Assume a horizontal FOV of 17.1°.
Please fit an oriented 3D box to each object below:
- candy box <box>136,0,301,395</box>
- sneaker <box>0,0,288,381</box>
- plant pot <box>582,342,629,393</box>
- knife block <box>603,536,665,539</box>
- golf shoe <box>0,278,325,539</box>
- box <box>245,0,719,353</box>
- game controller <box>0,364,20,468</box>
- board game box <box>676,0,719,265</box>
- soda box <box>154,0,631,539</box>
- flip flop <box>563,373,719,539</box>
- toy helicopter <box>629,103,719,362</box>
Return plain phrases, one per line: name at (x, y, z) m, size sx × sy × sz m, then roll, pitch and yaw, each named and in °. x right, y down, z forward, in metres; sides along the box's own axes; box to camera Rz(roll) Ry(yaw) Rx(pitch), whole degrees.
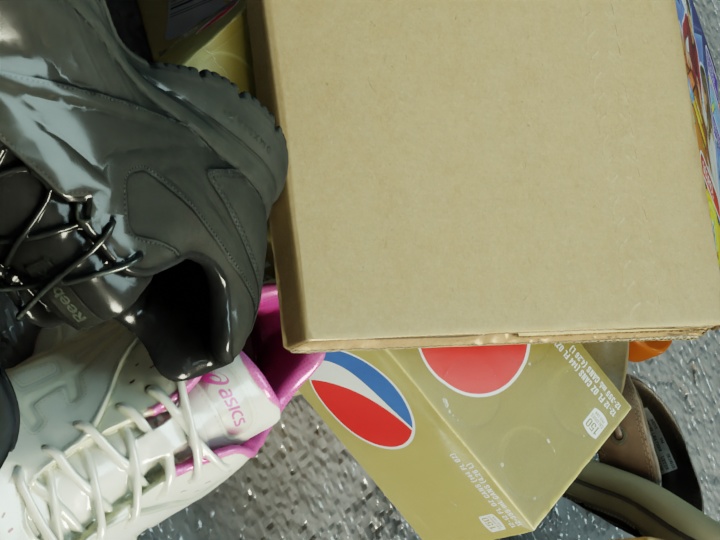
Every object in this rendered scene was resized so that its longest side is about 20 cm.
candy box at (-0.020, -0.055, 0.925) m, size 0.115 × 0.055 × 0.200 m, roll -8°, pitch 82°, yaw -59°
sneaker at (-0.091, -0.034, 0.677) m, size 0.200 × 0.076 × 0.091 m, roll 30°, pitch 47°, yaw -40°
plant pot at (0.070, -0.042, 0.923) m, size 0.200 × 0.027 × 0.200 m, roll -9°, pitch 90°, yaw -73°
knife block at (0.133, 0.164, 0.946) m, size 0.175 × 0.200 × 0.064 m, roll 20°, pitch 74°, yaw -20°
golf shoe at (-0.081, 0.053, 0.741) m, size 0.075 × 0.091 × 0.200 m, roll 64°, pitch 34°, yaw -16°
box at (0.038, -0.073, 0.809) m, size 0.163 × 0.021 × 0.200 m, roll -1°, pitch 77°, yaw -26°
game controller at (-0.178, 0.012, 0.617) m, size 0.200 × 0.104 × 0.042 m, roll 50°, pitch -5°, yaw -29°
board game box at (0.122, -0.077, 1.006) m, size 0.200 × 0.034 × 0.136 m, roll 56°, pitch 29°, yaw -57°
soda box at (0.000, 0.000, 0.828) m, size 0.200 × 0.064 × 0.068 m, roll 50°, pitch 57°, yaw -11°
flip flop at (0.113, 0.077, 0.970) m, size 0.058 × 0.200 × 0.081 m, roll -59°, pitch 146°, yaw -1°
toy helicopter at (0.123, -0.061, 1.143) m, size 0.200 × 0.079 × 0.132 m, roll 44°, pitch 43°, yaw -26°
